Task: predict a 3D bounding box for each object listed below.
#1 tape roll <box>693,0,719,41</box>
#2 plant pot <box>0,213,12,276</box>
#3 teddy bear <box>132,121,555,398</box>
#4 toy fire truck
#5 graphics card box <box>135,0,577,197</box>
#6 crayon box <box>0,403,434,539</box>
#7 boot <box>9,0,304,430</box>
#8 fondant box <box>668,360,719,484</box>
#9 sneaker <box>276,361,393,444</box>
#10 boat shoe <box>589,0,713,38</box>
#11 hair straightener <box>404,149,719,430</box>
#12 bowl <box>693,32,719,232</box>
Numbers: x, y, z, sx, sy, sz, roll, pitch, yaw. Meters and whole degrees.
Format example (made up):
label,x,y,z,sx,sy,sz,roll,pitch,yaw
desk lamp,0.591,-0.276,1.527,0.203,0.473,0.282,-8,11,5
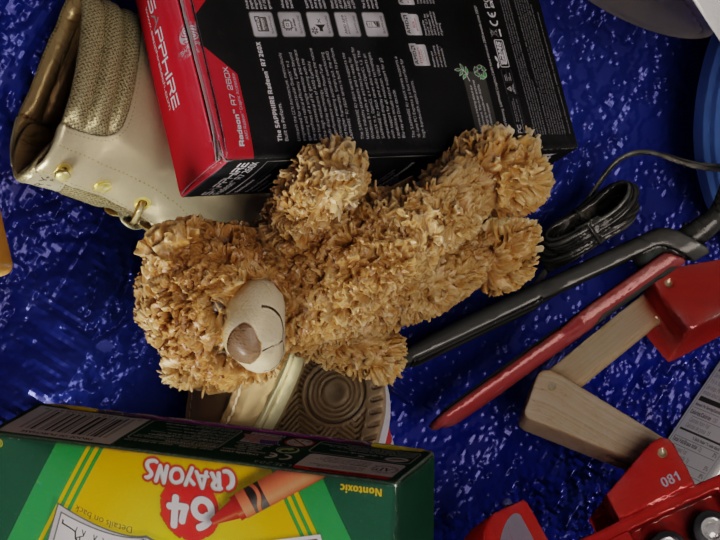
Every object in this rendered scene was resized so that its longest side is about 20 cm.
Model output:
label,x,y,z,sx,sy,sz,roll,pitch,yaw
tape roll,0.200,-0.204,1.218,0.139,0.203,0.203,-30,115,16
plant pot,-0.258,-0.068,1.066,0.199,0.200,0.184,-12,90,-23
teddy bear,0.000,0.000,1.161,0.199,0.067,0.145,-6,142,-32
toy fire truck,0.126,0.091,1.311,0.199,0.049,0.141,-22,73,-17
graphics card box,-0.003,-0.102,1.199,0.199,0.051,0.126,-5,72,-33
crayon box,-0.068,0.160,1.193,0.058,0.199,0.173,-31,124,-66
boot,-0.092,-0.018,1.206,0.155,0.073,0.201,13,90,-31
fondant box,0.205,0.164,1.396,0.144,0.058,0.200,38,84,-26
sneaker,0.003,0.117,1.285,0.071,0.112,0.201,-13,73,16
boat shoe,0.114,-0.181,1.278,0.200,0.072,0.060,33,67,-36
hair straightener,0.099,-0.004,1.305,0.200,0.041,0.077,-34,85,0
bowl,0.262,-0.087,1.368,0.200,0.039,0.202,-10,108,-33
